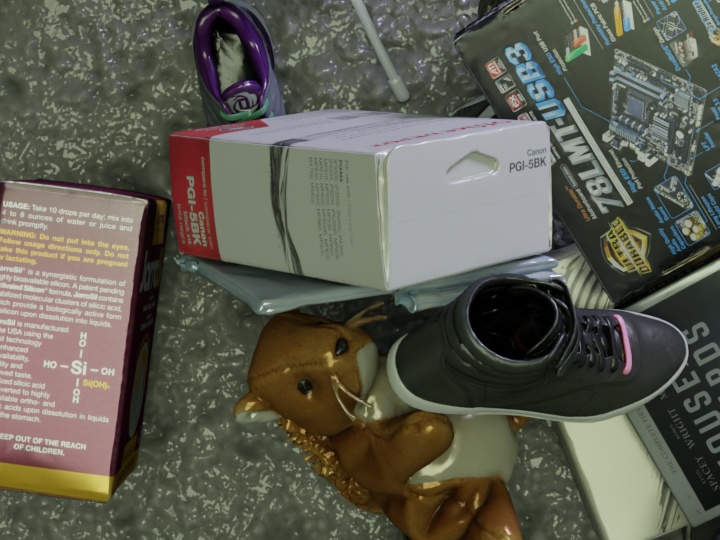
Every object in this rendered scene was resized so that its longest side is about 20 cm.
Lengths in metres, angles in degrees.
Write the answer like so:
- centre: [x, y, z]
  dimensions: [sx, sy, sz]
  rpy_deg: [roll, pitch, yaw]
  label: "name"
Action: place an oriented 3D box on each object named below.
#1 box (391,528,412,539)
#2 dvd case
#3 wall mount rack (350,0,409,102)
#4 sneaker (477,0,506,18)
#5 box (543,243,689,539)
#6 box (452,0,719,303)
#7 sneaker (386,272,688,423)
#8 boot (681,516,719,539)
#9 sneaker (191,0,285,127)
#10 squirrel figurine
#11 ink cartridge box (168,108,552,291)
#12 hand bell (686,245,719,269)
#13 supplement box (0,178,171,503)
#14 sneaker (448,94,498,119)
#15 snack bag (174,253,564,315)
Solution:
- centre: [0.106, 0.243, 1.084]
  dimensions: [0.200, 0.117, 0.060]
  rpy_deg: [25, 91, 2]
  label: "box"
- centre: [0.262, 0.055, 1.013]
  dimensions: [0.200, 0.025, 0.151]
  rpy_deg: [-30, 91, 16]
  label: "dvd case"
- centre: [0.040, -0.223, 1.090]
  dimensions: [0.200, 0.075, 0.174]
  rpy_deg: [-28, 88, 3]
  label: "wall mount rack"
- centre: [0.177, -0.190, 1.079]
  dimensions: [0.199, 0.077, 0.076]
  rpy_deg: [-14, 90, 1]
  label: "sneaker"
- centre: [0.161, 0.084, 1.092]
  dimensions: [0.068, 0.082, 0.200]
  rpy_deg: [-22, 93, 1]
  label: "box"
- centre: [0.191, -0.113, 0.989]
  dimensions: [0.198, 0.050, 0.200]
  rpy_deg: [-31, 98, 14]
  label: "box"
- centre: [0.124, 0.045, 0.943]
  dimensions: [0.200, 0.099, 0.071]
  rpy_deg: [-1, 70, -22]
  label: "sneaker"
- centre: [0.254, 0.240, 1.034]
  dimensions: [0.072, 0.200, 0.182]
  rpy_deg: [-16, 94, 0]
  label: "boot"
- centre: [-0.078, -0.088, 1.088]
  dimensions: [0.074, 0.088, 0.200]
  rpy_deg: [-18, 92, 3]
  label: "sneaker"
- centre: [-0.002, 0.094, 1.039]
  dimensions: [0.186, 0.200, 0.142]
  rpy_deg: [26, 70, -23]
  label: "squirrel figurine"
- centre: [-0.001, -0.049, 0.986]
  dimensions: [0.147, 0.200, 0.083]
  rpy_deg: [-13, 105, -40]
  label: "ink cartridge box"
- centre: [0.231, 0.021, 1.095]
  dimensions: [0.104, 0.104, 0.201]
  rpy_deg: [9, 105, 1]
  label: "hand bell"
- centre: [-0.196, 0.043, 1.078]
  dimensions: [0.103, 0.131, 0.201]
  rpy_deg: [7, 93, 0]
  label: "supplement box"
- centre: [0.120, -0.104, 1.079]
  dimensions: [0.200, 0.091, 0.067]
  rpy_deg: [-28, 90, 3]
  label: "sneaker"
- centre: [0.000, 0.000, 1.012]
  dimensions: [0.200, 0.189, 0.021]
  rpy_deg: [-8, 103, -20]
  label: "snack bag"
